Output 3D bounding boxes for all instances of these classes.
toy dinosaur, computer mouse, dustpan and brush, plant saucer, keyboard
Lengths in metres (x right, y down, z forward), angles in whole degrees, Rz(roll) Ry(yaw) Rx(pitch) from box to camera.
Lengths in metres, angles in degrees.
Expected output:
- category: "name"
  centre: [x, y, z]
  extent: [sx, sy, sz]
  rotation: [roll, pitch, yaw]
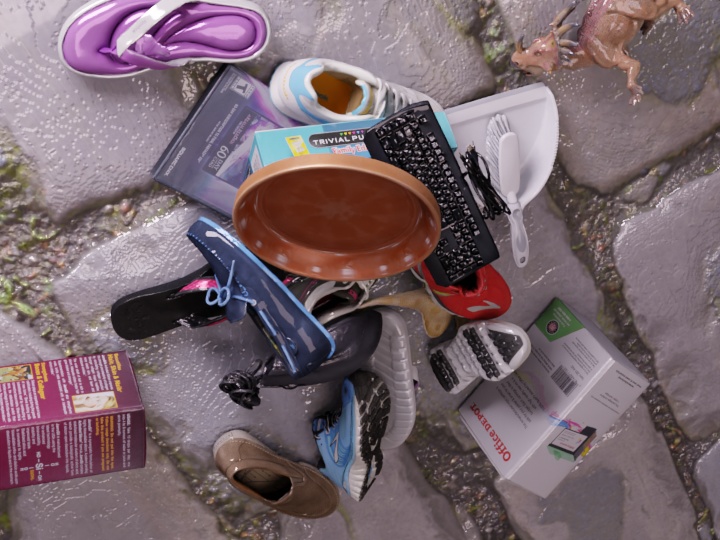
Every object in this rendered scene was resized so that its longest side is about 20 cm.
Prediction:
- category: "toy dinosaur"
  centre: [0.266, -0.272, 1.250]
  extent: [0.135, 0.086, 0.200]
  rotation: [29, 100, -27]
- category: "computer mouse"
  centre: [-0.057, 0.110, 1.319]
  extent: [0.200, 0.053, 0.139]
  rotation: [-26, 167, -6]
- category: "dustpan and brush"
  centre: [0.168, -0.098, 1.324]
  extent: [0.139, 0.057, 0.201]
  rotation: [-18, 125, -12]
- category: "plant saucer"
  centre: [-0.022, -0.053, 1.121]
  extent: [0.199, 0.032, 0.201]
  rotation: [2, 149, 1]
- category: "toy dinosaur"
  centre: [0.089, 0.027, 1.344]
  extent: [0.200, 0.058, 0.101]
  rotation: [16, 92, -51]
- category: "keyboard"
  centre: [0.087, -0.076, 1.147]
  extent: [0.104, 0.040, 0.200]
  rotation: [-33, 122, -5]

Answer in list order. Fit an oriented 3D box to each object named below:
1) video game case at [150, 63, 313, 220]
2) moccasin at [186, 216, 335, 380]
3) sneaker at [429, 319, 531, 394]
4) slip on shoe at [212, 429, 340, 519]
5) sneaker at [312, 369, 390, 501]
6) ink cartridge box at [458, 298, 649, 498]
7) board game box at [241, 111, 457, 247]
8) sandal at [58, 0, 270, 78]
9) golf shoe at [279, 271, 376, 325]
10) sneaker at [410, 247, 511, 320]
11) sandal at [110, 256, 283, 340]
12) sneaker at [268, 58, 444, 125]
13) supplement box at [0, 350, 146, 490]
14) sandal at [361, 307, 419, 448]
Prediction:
- category: "video game case"
  centre: [-0.100, -0.113, 1.229]
  extent: [0.200, 0.019, 0.143]
  rotation: [28, 106, -33]
- category: "moccasin"
  centre: [-0.113, 0.031, 1.212]
  extent: [0.200, 0.080, 0.068]
  rotation: [45, 82, 0]
- category: "sneaker"
  centre: [0.152, 0.090, 1.376]
  extent: [0.081, 0.200, 0.075]
  rotation: [-24, 87, -23]
- category: "slip on shoe"
  centre: [-0.097, 0.264, 1.433]
  extent: [0.076, 0.061, 0.200]
  rotation: [-43, 126, 8]
- category: "sneaker"
  centre: [-0.022, 0.195, 1.401]
  extent: [0.078, 0.090, 0.200]
  rotation: [-50, 155, -45]
- category: "ink cartridge box"
  centre: [0.238, 0.160, 1.459]
  extent: [0.084, 0.145, 0.200]
  rotation: [32, 104, -34]
- category: "board game box"
  centre: [-0.019, -0.093, 1.193]
  extent: [0.199, 0.047, 0.151]
  rotation: [-9, 155, -19]
- category: "sandal"
  centre: [-0.181, -0.223, 1.096]
  extent: [0.202, 0.050, 0.083]
  rotation: [-11, 120, -14]
- category: "golf shoe"
  centre: [0.000, 0.000, 1.298]
  extent: [0.200, 0.088, 0.077]
  rotation: [-39, 125, 2]
- category: "sneaker"
  centre: [0.109, 0.011, 1.270]
  extent: [0.200, 0.085, 0.077]
  rotation: [35, 92, -43]
- category: "sandal"
  centre: [-0.172, 0.034, 1.270]
  extent: [0.199, 0.045, 0.075]
  rotation: [-21, 124, -10]
- category: "sneaker"
  centre: [0.010, -0.164, 1.194]
  extent: [0.199, 0.081, 0.077]
  rotation: [10, 91, -29]
- category: "supplement box"
  centre: [-0.336, 0.160, 1.238]
  extent: [0.199, 0.110, 0.086]
  rotation: [-6, 122, -19]
- category: "sandal"
  centre: [0.038, 0.131, 1.413]
  extent: [0.050, 0.082, 0.203]
  rotation: [-44, 145, -50]
